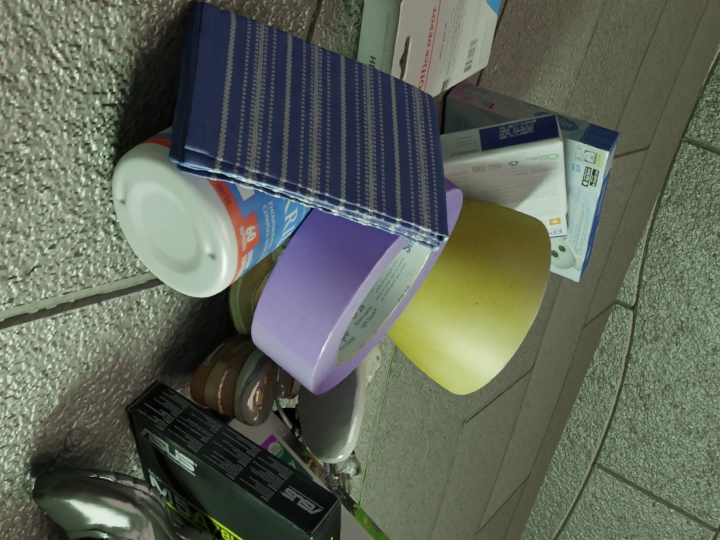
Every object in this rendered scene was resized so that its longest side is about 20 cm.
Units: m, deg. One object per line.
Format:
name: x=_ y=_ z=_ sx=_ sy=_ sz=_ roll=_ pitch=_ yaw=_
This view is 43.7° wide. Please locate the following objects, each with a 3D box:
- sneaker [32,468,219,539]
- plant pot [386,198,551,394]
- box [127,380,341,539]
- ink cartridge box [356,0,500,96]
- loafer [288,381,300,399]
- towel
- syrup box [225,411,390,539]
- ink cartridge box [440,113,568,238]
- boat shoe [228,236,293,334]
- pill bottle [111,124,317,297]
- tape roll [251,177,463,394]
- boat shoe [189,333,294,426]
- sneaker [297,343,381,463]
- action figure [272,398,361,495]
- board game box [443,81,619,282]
sneaker: x=-0.179 y=0.223 z=0.700 sx=0.200 sy=0.075 sz=0.092 roll=48 pitch=43 yaw=-36
plant pot: x=0.079 y=0.005 z=0.922 sx=0.201 sy=0.140 sz=0.201 roll=-53 pitch=-160 yaw=30
box: x=-0.105 y=0.215 z=0.772 sx=0.047 sy=0.198 sz=0.195 roll=-43 pitch=150 yaw=-36
ink cartridge box: x=0.057 y=-0.227 z=0.835 sx=0.199 sy=0.067 sz=0.118 roll=-37 pitch=144 yaw=-46
loafer: x=-0.018 y=0.067 z=0.972 sx=0.200 sy=0.062 sz=0.073 roll=-47 pitch=154 yaw=-34
towel: x=-0.030 y=-0.098 z=0.615 sx=0.024 sy=0.197 sz=0.147 roll=-45 pitch=-143 yaw=46
syrup box: x=-0.069 y=0.227 z=0.848 sx=0.079 sy=0.200 sz=0.081 roll=-40 pitch=176 yaw=-39
ink cartridge box: x=0.126 y=-0.085 z=0.982 sx=0.201 sy=0.196 sz=0.041 roll=62 pitch=21 yaw=-61
boat shoe: x=-0.044 y=-0.003 z=0.826 sx=0.200 sy=0.062 sz=0.075 roll=-34 pitch=120 yaw=-51
pill bottle: x=-0.074 y=-0.078 z=0.658 sx=0.200 sy=0.111 sz=0.114 roll=-42 pitch=148 yaw=-40
tape roll: x=0.000 y=0.000 z=0.726 sx=0.201 sy=0.065 sz=0.201 roll=-50 pitch=167 yaw=-16
boat shoe: x=-0.100 y=0.083 z=0.816 sx=0.200 sy=0.070 sz=0.077 roll=-28 pitch=126 yaw=-81
sneaker: x=-0.010 y=0.097 z=0.885 sx=0.088 sy=0.074 sz=0.203 roll=38 pitch=42 yaw=-45
action figure: x=-0.056 y=0.197 z=0.955 sx=0.201 sy=0.116 sz=0.104 roll=77 pitch=7 yaw=-67
board game box: x=0.191 y=-0.104 z=1.069 sx=0.044 sy=0.196 sz=0.202 roll=-51 pitch=154 yaw=-38
